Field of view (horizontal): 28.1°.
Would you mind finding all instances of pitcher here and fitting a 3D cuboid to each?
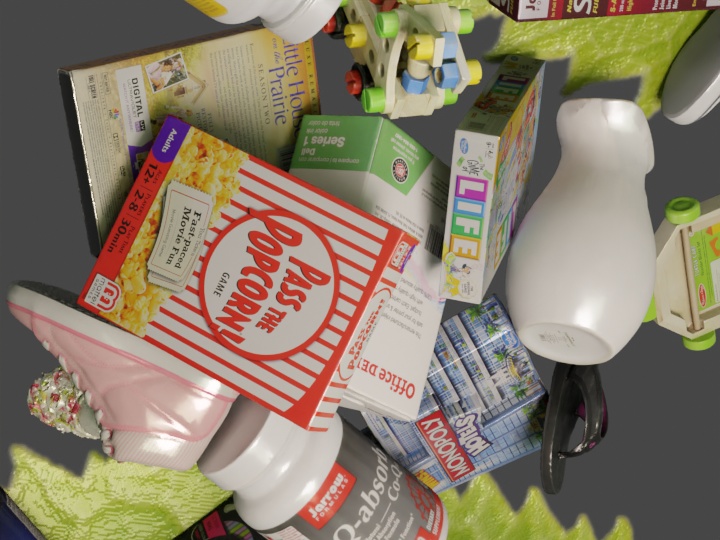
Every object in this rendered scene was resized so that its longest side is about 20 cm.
[{"bbox_3d":[0.200,-0.017,1.209,0.172,0.120,0.201,47,51,-49],"label":"pitcher"}]

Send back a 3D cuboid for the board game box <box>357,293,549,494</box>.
[{"bbox_3d":[0.067,0.135,1.267,0.199,0.062,0.200,-31,146,1],"label":"board game box"}]

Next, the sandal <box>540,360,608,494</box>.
[{"bbox_3d":[0.199,0.105,1.271,0.076,0.048,0.201,65,38,-49],"label":"sandal"}]

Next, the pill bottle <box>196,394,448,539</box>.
[{"bbox_3d":[-0.031,0.180,1.173,0.200,0.116,0.116,41,96,-25],"label":"pill bottle"}]

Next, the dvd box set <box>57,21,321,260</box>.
[{"bbox_3d":[-0.120,-0.102,1.085,0.199,0.029,0.147,-19,115,-27],"label":"dvd box set"}]

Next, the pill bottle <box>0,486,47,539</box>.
[{"bbox_3d":[-0.318,0.230,1.161,0.111,0.112,0.201,-33,123,-3],"label":"pill bottle"}]

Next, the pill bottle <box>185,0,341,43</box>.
[{"bbox_3d":[-0.105,-0.244,1.008,0.199,0.112,0.112,30,102,-31],"label":"pill bottle"}]

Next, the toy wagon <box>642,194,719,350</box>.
[{"bbox_3d":[0.316,-0.001,1.343,0.199,0.040,0.156,-21,121,-10],"label":"toy wagon"}]

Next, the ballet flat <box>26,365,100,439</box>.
[{"bbox_3d":[-0.173,0.113,1.190,0.198,0.064,0.076,3,116,-22],"label":"ballet flat"}]

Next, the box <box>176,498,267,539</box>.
[{"bbox_3d":[-0.126,0.304,1.269,0.200,0.122,0.106,-37,123,-1],"label":"box"}]

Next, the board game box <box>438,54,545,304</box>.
[{"bbox_3d":[0.106,-0.078,1.136,0.034,0.200,0.135,11,117,13],"label":"board game box"}]

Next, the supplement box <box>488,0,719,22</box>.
[{"bbox_3d":[0.207,-0.264,1.154,0.198,0.061,0.110,-7,118,-17],"label":"supplement box"}]

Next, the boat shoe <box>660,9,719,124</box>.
[{"bbox_3d":[0.338,-0.202,1.230,0.065,0.074,0.201,31,102,-27],"label":"boat shoe"}]

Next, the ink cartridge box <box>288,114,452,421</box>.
[{"bbox_3d":[0.000,0.000,1.111,0.145,0.083,0.202,30,70,-52],"label":"ink cartridge box"}]

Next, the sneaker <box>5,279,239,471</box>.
[{"bbox_3d":[-0.199,0.088,1.114,0.199,0.075,0.105,26,95,2],"label":"sneaker"}]

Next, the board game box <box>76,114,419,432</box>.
[{"bbox_3d":[-0.080,0.001,1.013,0.152,0.199,0.046,-64,163,1],"label":"board game box"}]

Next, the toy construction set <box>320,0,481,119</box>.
[{"bbox_3d":[0.027,-0.195,1.059,0.091,0.201,0.131,4,146,-14],"label":"toy construction set"}]
